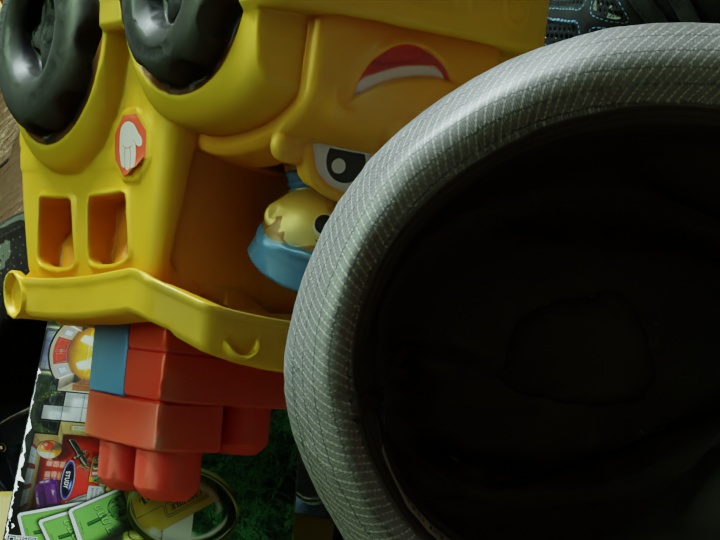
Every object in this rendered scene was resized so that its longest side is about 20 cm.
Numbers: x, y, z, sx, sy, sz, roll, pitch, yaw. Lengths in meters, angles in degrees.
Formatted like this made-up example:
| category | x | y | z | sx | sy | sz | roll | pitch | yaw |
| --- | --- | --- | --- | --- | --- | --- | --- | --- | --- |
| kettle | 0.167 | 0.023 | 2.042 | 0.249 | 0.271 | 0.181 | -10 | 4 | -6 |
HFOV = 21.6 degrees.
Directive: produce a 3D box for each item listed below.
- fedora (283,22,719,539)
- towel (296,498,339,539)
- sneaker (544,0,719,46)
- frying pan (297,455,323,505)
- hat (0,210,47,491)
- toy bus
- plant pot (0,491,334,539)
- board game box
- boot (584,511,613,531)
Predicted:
| category | x | y | z | sx | sy | sz | roll | pitch | yaw |
| --- | --- | --- | --- | --- | --- | --- | --- | --- | --- |
| fedora | 0.079 | 0.023 | 0.534 | 0.090 | 0.198 | 0.179 | -103 | -2 | -88 |
| towel | -0.077 | 0.170 | 0.876 | 0.201 | 0.048 | 0.112 | -62 | 22 | 4 |
| sneaker | 0.101 | -0.079 | 0.628 | 0.199 | 0.073 | 0.083 | -8 | 71 | 56 |
| frying pan | 0.006 | 0.003 | 0.771 | 0.115 | 0.031 | 0.192 | 13 | 82 | 67 |
| hat | -0.126 | 0.071 | 0.882 | 0.081 | 0.199 | 0.202 | 53 | -124 | -66 |
| toy bus | -0.041 | -0.018 | 0.639 | 0.199 | 0.135 | 0.194 | -3 | 81 | 54 |
| plant pot | -0.130 | 0.196 | 0.689 | 0.201 | 0.175 | 0.201 | -79 | 9 | -58 |
| board game box | -0.073 | 0.043 | 0.726 | 0.201 | 0.104 | 0.024 | -89 | 8 | -47 |
| boot | 0.023 | 0.135 | 0.648 | 0.201 | 0.072 | 0.156 | -55 | 23 | 17 |
